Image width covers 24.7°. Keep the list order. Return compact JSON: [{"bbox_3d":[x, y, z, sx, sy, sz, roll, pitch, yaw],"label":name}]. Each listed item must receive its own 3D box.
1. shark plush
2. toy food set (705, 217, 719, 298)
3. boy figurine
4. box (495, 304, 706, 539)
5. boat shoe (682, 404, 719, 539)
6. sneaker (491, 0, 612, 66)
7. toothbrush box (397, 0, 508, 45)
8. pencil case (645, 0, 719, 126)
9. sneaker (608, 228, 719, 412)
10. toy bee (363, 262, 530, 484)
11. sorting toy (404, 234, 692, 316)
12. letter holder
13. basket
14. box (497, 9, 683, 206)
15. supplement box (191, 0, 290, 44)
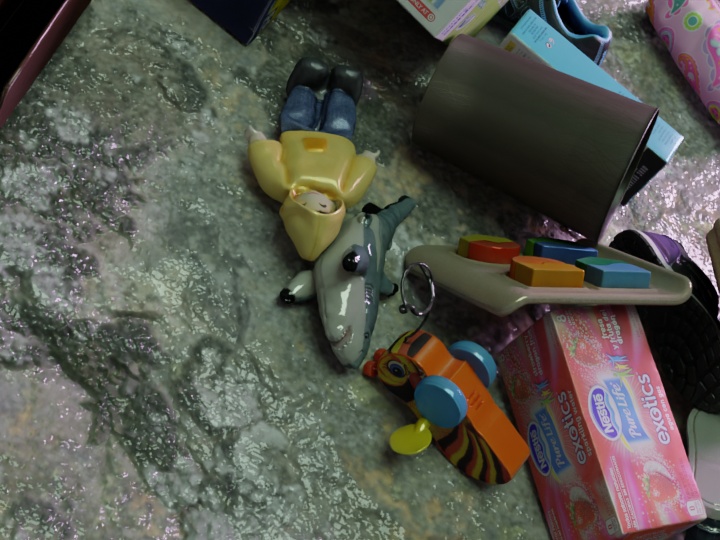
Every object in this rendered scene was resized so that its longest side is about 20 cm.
[{"bbox_3d":[0.000,0.000,1.451,0.083,0.090,0.201,50,27,-16],"label":"shark plush"},{"bbox_3d":[0.364,0.040,1.532,0.198,0.048,0.202,-51,126,-76],"label":"toy food set"},{"bbox_3d":[-0.045,-0.098,1.455,0.123,0.065,0.201,14,48,-8],"label":"boy figurine"},{"bbox_3d":[0.203,0.140,1.416,0.094,0.103,0.202,-4,68,-29],"label":"box"},{"bbox_3d":[0.319,0.183,1.472,0.074,0.062,0.200,15,28,5],"label":"boat shoe"},{"bbox_3d":[0.175,-0.278,1.680,0.200,0.082,0.073,43,52,4],"label":"sneaker"},{"bbox_3d":[0.061,-0.292,1.559,0.146,0.086,0.200,45,8,4],"label":"toothbrush box"},{"bbox_3d":[0.384,-0.230,1.760,0.087,0.088,0.201,-16,70,-34],"label":"pencil case"},{"bbox_3d":[0.317,0.041,1.552,0.087,0.076,0.201,1,52,-37],"label":"sneaker"},{"bbox_3d":[0.062,0.089,1.393,0.130,0.108,0.202,-17,94,-43],"label":"toy bee"},{"bbox_3d":[0.165,-0.003,1.458,0.198,0.185,0.037,-4,106,-27],"label":"sorting toy"},{"bbox_3d":[-0.290,-0.234,1.368,0.100,0.142,0.201,31,51,-7],"label":"letter holder"},{"bbox_3d":[0.159,-0.128,1.525,0.198,0.180,0.137,25,94,9],"label":"basket"},{"bbox_3d":[0.215,-0.160,1.628,0.200,0.082,0.049,40,50,-1],"label":"box"},{"bbox_3d":[-0.080,-0.330,1.560,0.109,0.109,0.200,38,51,-1],"label":"supplement box"}]
